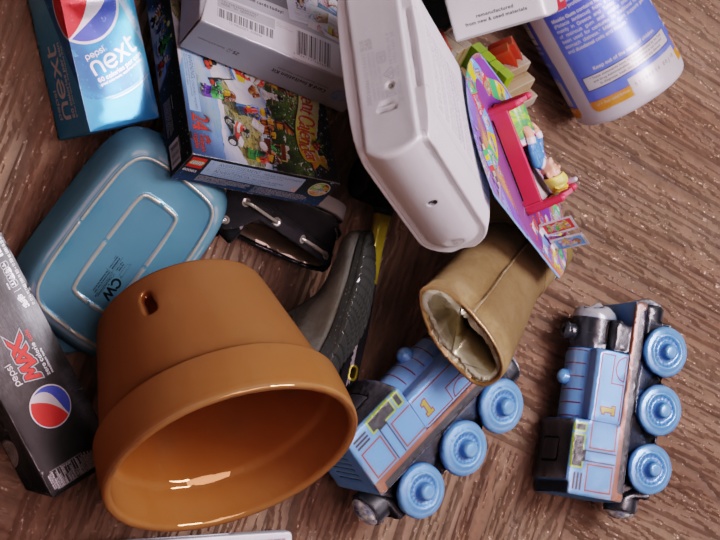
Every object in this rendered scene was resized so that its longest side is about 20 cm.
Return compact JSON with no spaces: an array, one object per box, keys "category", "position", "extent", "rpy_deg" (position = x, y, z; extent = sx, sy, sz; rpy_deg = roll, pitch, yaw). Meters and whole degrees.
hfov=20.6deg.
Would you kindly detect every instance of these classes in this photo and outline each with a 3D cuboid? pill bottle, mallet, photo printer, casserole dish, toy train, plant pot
[{"category":"pill bottle","position":[0.197,-0.241,1.769],"extent":[0.112,0.112,0.201],"rpy_deg":[-38,106,-25]},{"category":"mallet","position":[0.000,0.000,1.694],"extent":[0.066,0.041,0.202],"rpy_deg":[22,81,-28]},{"category":"photo printer","position":[0.047,-0.117,1.570],"extent":[0.200,0.069,0.168],"rpy_deg":[50,29,-59]},{"category":"casserole dish","position":[-0.187,-0.017,1.547],"extent":[0.121,0.039,0.200],"rpy_deg":[37,93,-20]},{"category":"toy train","position":[0.226,0.121,1.789],"extent":[0.113,0.087,0.202],"rpy_deg":[12,82,-23]},{"category":"toy train","position":[0.053,0.121,1.674],"extent":[0.200,0.086,0.115],"rpy_deg":[-44,115,-23]},{"category":"plant pot","position":[-0.116,0.086,1.496],"extent":[0.199,0.200,0.141],"rpy_deg":[-2,55,-29]}]

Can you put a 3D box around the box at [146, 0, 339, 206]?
[{"category":"box","position":[-0.097,-0.155,1.586],"extent":[0.136,0.038,0.201],"rpy_deg":[9,56,-33]}]

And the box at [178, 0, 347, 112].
[{"category":"box","position":[-0.069,-0.242,1.610],"extent":[0.155,0.041,0.201],"rpy_deg":[19,52,-28]}]

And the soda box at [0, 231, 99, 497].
[{"category":"soda box","position":[-0.266,0.072,1.516],"extent":[0.063,0.071,0.201],"rpy_deg":[-31,104,-24]}]

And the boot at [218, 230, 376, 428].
[{"category":"boot","position":[-0.069,0.047,1.606],"extent":[0.130,0.068,0.201],"rpy_deg":[15,76,14]}]

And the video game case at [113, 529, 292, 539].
[{"category":"video game case","position":[-0.146,0.289,1.607],"extent":[0.199,0.018,0.145],"rpy_deg":[1,88,-29]}]

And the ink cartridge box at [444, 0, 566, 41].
[{"category":"ink cartridge box","position":[0.101,-0.301,1.639],"extent":[0.083,0.144,0.202],"rpy_deg":[-14,97,14]}]

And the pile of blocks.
[{"category":"pile of blocks","position":[0.074,-0.173,1.704],"extent":[0.199,0.062,0.082],"rpy_deg":[-3,50,-29]}]

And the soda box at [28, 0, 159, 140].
[{"category":"soda box","position":[-0.220,-0.209,1.556],"extent":[0.064,0.068,0.202],"rpy_deg":[-15,96,-29]}]

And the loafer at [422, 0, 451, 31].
[{"category":"loafer","position":[0.044,-0.300,1.712],"extent":[0.071,0.063,0.202],"rpy_deg":[-22,99,-30]}]

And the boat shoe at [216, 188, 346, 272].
[{"category":"boat shoe","position":[-0.101,-0.051,1.619],"extent":[0.199,0.074,0.061],"rpy_deg":[20,73,-36]}]

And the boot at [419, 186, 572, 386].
[{"category":"boot","position":[0.096,-0.021,1.668],"extent":[0.175,0.066,0.200],"rpy_deg":[48,36,-4]}]

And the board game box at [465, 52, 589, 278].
[{"category":"board game box","position":[0.148,-0.096,1.657],"extent":[0.200,0.039,0.159],"rpy_deg":[48,30,-47]}]
